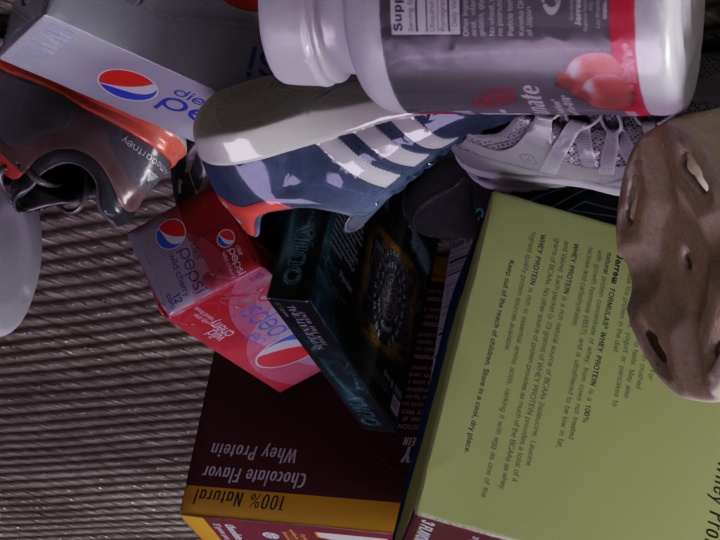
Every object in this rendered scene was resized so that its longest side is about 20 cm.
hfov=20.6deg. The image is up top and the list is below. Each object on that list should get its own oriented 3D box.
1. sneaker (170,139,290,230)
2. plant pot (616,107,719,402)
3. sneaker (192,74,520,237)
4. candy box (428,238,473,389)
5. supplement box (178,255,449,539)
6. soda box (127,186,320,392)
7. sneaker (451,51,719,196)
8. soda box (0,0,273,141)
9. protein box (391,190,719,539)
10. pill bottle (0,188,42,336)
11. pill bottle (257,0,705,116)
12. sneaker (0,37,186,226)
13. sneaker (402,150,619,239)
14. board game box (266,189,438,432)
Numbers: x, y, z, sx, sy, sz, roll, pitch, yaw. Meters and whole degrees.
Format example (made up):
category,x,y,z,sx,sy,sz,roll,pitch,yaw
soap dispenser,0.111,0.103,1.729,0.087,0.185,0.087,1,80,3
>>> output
category,x,y,z,sx,sy,sz,roll,pitch,yaw
sneaker,-0.076,-0.049,1.246,0.079,0.078,0.200,-11,159,1
plant pot,0.230,-0.013,0.951,0.183,0.201,0.200,-7,160,-16
sneaker,0.017,-0.069,1.040,0.199,0.075,0.085,-12,124,6
candy box,0.104,0.077,1.265,0.115,0.200,0.055,25,151,-30
supplement box,0.004,0.105,1.369,0.197,0.200,0.133,3,155,16
soda box,-0.065,0.014,1.225,0.070,0.064,0.200,-28,158,9
sneaker,0.121,-0.082,1.060,0.200,0.075,0.082,-8,152,36
soda box,-0.089,-0.116,1.079,0.200,0.068,0.063,23,153,-25
protein box,0.136,0.095,1.095,0.200,0.199,0.135,15,152,0
pill bottle,-0.327,-0.017,1.339,0.199,0.115,0.114,4,155,15
pill bottle,0.057,-0.129,0.941,0.199,0.111,0.111,2,155,18
sneaker,-0.195,-0.078,1.146,0.200,0.082,0.077,19,165,35
sneaker,0.107,-0.034,1.171,0.200,0.079,0.075,-6,151,35
board game box,0.000,0.000,1.219,0.028,0.136,0.200,5,155,19
